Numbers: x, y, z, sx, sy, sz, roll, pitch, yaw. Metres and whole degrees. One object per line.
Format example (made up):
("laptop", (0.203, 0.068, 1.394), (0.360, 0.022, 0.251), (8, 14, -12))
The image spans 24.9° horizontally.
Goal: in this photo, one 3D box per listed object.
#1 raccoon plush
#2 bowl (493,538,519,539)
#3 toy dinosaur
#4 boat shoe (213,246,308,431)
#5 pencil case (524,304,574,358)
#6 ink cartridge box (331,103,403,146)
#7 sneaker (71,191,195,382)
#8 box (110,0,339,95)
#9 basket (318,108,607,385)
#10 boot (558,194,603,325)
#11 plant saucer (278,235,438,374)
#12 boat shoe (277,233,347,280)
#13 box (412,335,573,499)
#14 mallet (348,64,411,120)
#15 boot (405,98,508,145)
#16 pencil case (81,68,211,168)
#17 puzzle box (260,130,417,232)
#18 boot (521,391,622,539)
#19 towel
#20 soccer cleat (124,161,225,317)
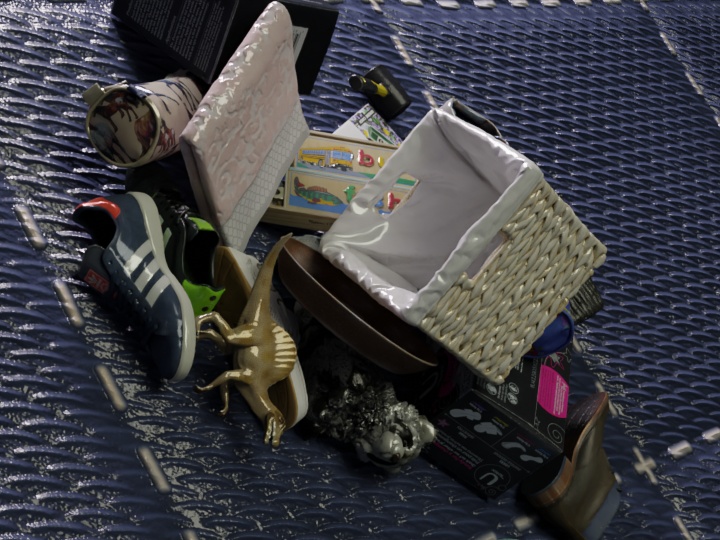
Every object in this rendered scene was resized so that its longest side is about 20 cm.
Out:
("raccoon plush", (0.008, 0.112, 1.660), (0.134, 0.097, 0.200), (33, 39, -34))
("bowl", (0.144, 0.341, 1.582), (0.201, 0.105, 0.201), (28, 42, -28))
("toy dinosaur", (-0.109, 0.066, 1.539), (0.101, 0.058, 0.200), (1, 85, -14))
("boat shoe", (-0.089, 0.064, 1.612), (0.069, 0.071, 0.200), (3, 57, -48))
("pencil case", (0.182, -0.004, 1.756), (0.200, 0.078, 0.087), (-92, 158, -44))
("ink cartridge box", (0.041, -0.090, 1.898), (0.200, 0.050, 0.109), (47, 36, -2))
("sneaker", (-0.218, 0.017, 1.527), (0.084, 0.075, 0.200), (-3, 57, -36))
("box", (-0.148, -0.279, 1.758), (0.148, 0.104, 0.200), (2, 27, -44))
("basket", (0.103, -0.025, 1.653), (0.161, 0.198, 0.200), (41, -1, -37))
("boot", (0.198, 0.009, 1.941), (0.211, 0.079, 0.158), (-21, 95, -37))
("plant saucer", (-0.010, 0.041, 1.617), (0.200, 0.035, 0.200), (38, 6, -5))
("boat shoe", (0.001, 0.002, 1.763), (0.202, 0.065, 0.075), (22, 44, -30))
("box", (0.140, 0.121, 1.762), (0.132, 0.115, 0.200), (35, 37, -17))
("mallet", (0.009, -0.224, 1.933), (0.066, 0.041, 0.200), (52, 11, 12))
("boot", (0.151, -0.119, 1.998), (0.200, 0.096, 0.074), (42, 37, -10))
("pencil case", (-0.203, -0.159, 1.647), (0.090, 0.078, 0.200), (63, 20, -3))
("puzzle box", (-0.029, -0.097, 1.783), (0.200, 0.025, 0.133), (9, 46, -8))
("boot", (0.250, 0.225, 1.834), (0.097, 0.075, 0.200), (55, 42, -13))
("towel", (-0.111, -0.138, 1.649), (0.032, 0.191, 0.200), (14, 55, 20))
("soccer cleat", (-0.177, -0.039, 1.600), (0.067, 0.081, 0.200), (8, 51, -42))
